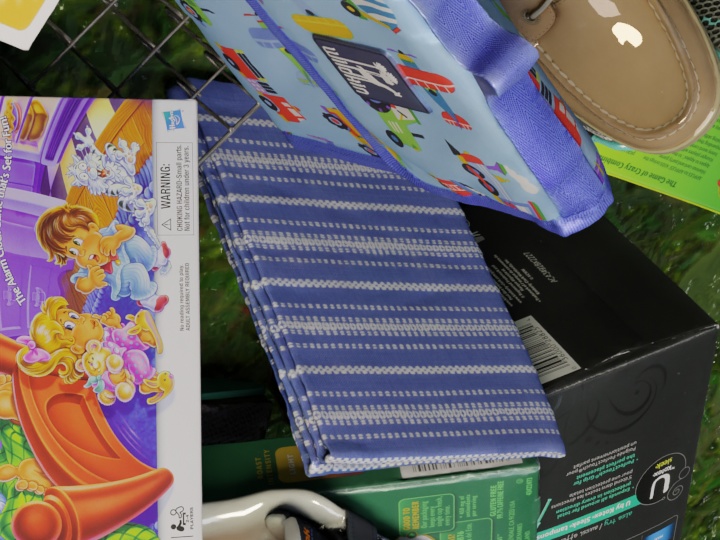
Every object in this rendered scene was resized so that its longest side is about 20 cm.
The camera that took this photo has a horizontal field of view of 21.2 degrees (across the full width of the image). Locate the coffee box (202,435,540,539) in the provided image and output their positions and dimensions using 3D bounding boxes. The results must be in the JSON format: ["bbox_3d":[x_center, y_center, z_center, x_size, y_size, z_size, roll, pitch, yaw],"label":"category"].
[{"bbox_3d":[-0.019,0.128,0.888,0.200,0.044,0.123,-7,132,-4],"label":"coffee box"}]

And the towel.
[{"bbox_3d":[0.000,0.000,0.851,0.145,0.200,0.024,1,146,-40],"label":"towel"}]

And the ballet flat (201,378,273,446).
[{"bbox_3d":[-0.117,0.080,0.898,0.200,0.072,0.072,9,118,-49],"label":"ballet flat"}]

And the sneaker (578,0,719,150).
[{"bbox_3d":[0.102,-0.091,0.858,0.200,0.091,0.078,-13,126,29],"label":"sneaker"}]

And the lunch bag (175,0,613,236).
[{"bbox_3d":[0.009,-0.096,0.679,0.094,0.200,0.151,-43,124,-6],"label":"lunch bag"}]

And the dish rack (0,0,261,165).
[{"bbox_3d":[-0.089,-0.112,0.773,0.200,0.055,0.153,-45,126,-4],"label":"dish rack"}]

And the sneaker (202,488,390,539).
[{"bbox_3d":[-0.008,0.147,0.824,0.200,0.078,0.079,11,133,-16],"label":"sneaker"}]

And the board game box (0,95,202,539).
[{"bbox_3d":[-0.129,0.036,0.718,0.134,0.045,0.200,-1,90,-23],"label":"board game box"}]

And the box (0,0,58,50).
[{"bbox_3d":[-0.155,-0.169,0.582,0.112,0.200,0.101,20,110,-45],"label":"box"}]

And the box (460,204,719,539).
[{"bbox_3d":[0.085,0.081,1.010,0.124,0.149,0.200,-19,134,-22],"label":"box"}]

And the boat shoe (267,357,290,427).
[{"bbox_3d":[-0.020,0.044,0.961,0.061,0.072,0.201,-26,128,-20],"label":"boat shoe"}]

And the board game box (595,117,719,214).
[{"bbox_3d":[0.164,-0.095,1.002,0.200,0.048,0.102,14,115,-43],"label":"board game box"}]

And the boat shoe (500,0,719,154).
[{"bbox_3d":[0.070,-0.128,0.791,0.071,0.200,0.065,-43,170,17],"label":"boat shoe"}]
